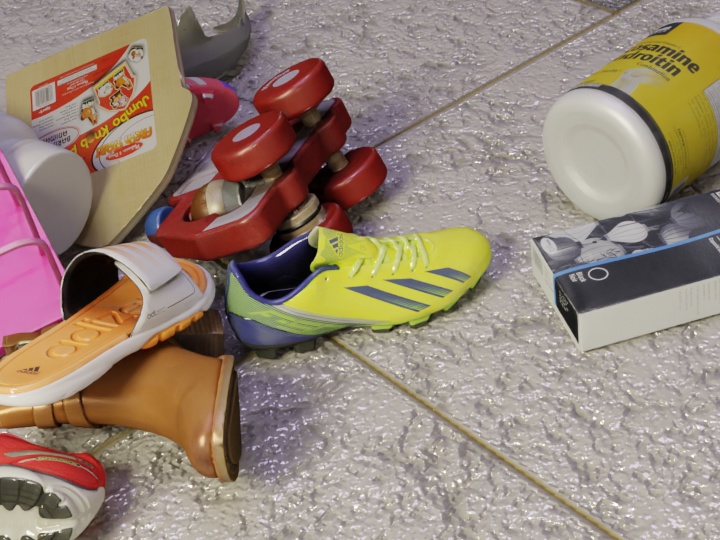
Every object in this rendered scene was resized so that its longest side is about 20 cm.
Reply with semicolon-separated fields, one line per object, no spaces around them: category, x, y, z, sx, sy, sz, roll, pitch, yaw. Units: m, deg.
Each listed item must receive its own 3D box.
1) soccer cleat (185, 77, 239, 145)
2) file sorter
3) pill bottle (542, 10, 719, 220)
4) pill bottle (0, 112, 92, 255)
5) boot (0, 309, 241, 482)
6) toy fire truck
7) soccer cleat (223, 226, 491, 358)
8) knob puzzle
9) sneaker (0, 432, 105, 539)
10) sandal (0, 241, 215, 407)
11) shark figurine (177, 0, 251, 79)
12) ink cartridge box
soccer cleat;-0.211;-0.149;1.204;0.199;0.067;0.077;-15;51;2
file sorter;-0.304;-0.044;0.915;0.138;0.126;0.201;-27;68;-15
pill bottle;0.243;-0.128;1.029;0.200;0.113;0.112;-35;43;-31
pill bottle;-0.323;-0.078;1.078;0.199;0.115;0.114;18;44;26
boot;-0.159;0.080;0.854;0.154;0.077;0.200;-5;29;-12
toy fire truck;-0.086;-0.069;1.053;0.167;0.112;0.200;-17;27;34
soccer cleat;0.000;0.001;0.937;0.199;0.084;0.065;-16;36;-9
knob puzzle;-0.219;-0.105;1.122;0.218;0.030;0.221;-9;68;24
sneaker;-0.254;0.137;0.841;0.199;0.078;0.085;7;19;14
sandal;-0.162;0.020;0.845;0.079;0.060;0.207;6;25;24
shark figurine;-0.154;-0.227;1.285;0.128;0.090;0.214;19;47;32
ink cartridge box;0.230;-0.008;0.934;0.199;0.039;0.100;-14;35;-7
